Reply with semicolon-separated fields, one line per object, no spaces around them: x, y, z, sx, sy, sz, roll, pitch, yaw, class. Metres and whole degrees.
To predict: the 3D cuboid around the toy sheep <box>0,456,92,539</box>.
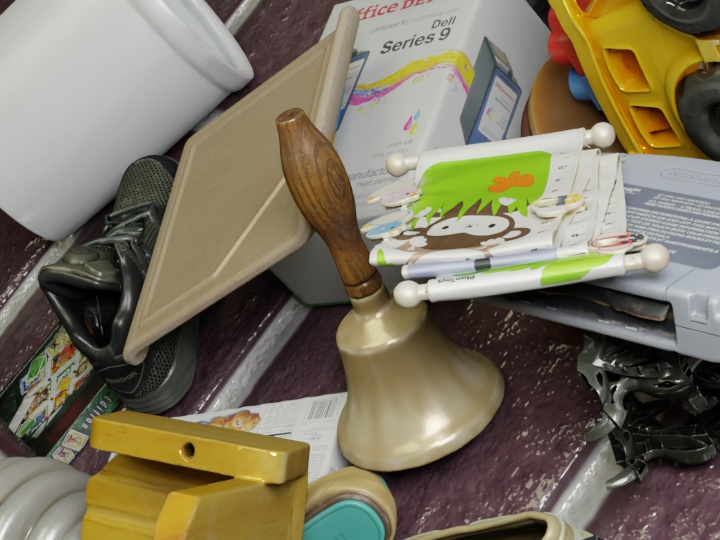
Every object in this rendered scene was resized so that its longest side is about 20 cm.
-0.201;0.179;1.098;0.199;0.138;0.139;13;64;34;toy sheep

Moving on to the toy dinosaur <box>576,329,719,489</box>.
0.179;0.052;0.879;0.134;0.103;0.200;-8;26;19;toy dinosaur

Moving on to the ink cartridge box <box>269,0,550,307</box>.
0.025;-0.086;1.160;0.144;0.088;0.201;-7;50;42;ink cartridge box

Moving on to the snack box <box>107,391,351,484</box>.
-0.086;0.122;1.124;0.199;0.024;0.072;-11;49;38;snack box

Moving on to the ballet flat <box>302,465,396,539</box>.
-0.062;0.178;1.027;0.199;0.069;0.063;-32;16;11;ballet flat

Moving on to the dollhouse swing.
-0.120;0.181;0.898;0.180;0.175;0.202;7;91;31;dollhouse swing

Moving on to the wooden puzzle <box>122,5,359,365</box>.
-0.069;-0.048;1.117;0.200;0.037;0.186;-36;31;41;wooden puzzle

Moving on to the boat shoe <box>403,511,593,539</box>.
0.035;0.164;0.931;0.199;0.063;0.074;-23;42;29;boat shoe

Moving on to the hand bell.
0.000;0.000;0.988;0.103;0.201;0.104;-18;28;10;hand bell

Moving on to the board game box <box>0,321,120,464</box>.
-0.178;0.043;1.291;0.200;0.023;0.105;-50;35;-6;board game box

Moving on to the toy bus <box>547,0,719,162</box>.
0.167;-0.151;0.977;0.191;0.201;0.136;4;46;46;toy bus

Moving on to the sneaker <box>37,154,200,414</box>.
-0.157;-0.014;1.216;0.076;0.114;0.201;-13;52;22;sneaker

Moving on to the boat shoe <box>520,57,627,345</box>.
0.121;-0.045;1.042;0.201;0.070;0.071;-83;10;-47;boat shoe

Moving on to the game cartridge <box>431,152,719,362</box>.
0.144;-0.014;0.879;0.133;0.042;0.199;-25;26;-36;game cartridge

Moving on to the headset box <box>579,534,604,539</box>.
0.057;0.235;0.817;0.199;0.093;0.175;-20;44;30;headset box

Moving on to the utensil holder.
-0.210;-0.145;1.383;0.200;0.170;0.170;-42;36;9;utensil holder

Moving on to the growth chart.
0.069;-0.029;0.886;0.143;0.018;0.200;-10;23;6;growth chart
